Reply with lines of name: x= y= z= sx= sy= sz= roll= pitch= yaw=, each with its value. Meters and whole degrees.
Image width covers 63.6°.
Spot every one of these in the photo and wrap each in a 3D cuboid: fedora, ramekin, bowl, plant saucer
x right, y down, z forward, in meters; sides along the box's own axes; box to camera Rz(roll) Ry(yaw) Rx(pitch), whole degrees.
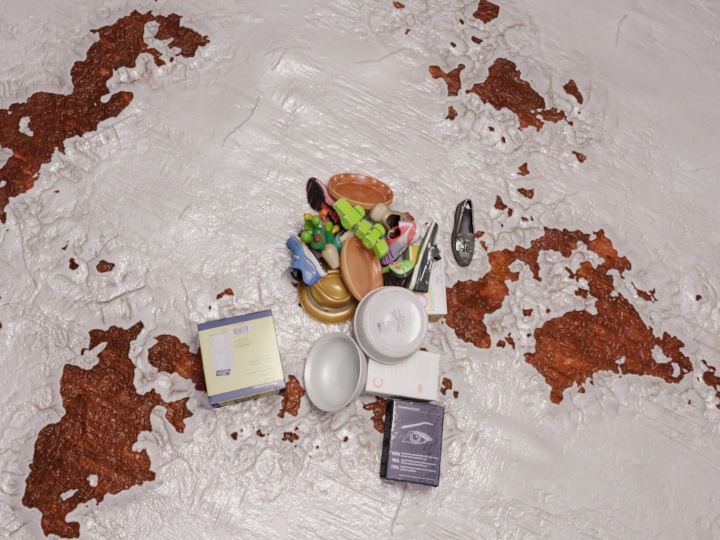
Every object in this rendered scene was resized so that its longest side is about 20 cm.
fedora: x=-0.079 y=0.049 z=1.622 sx=0.194 sy=0.082 sz=0.207 roll=2 pitch=73 yaw=-8
ramekin: x=0.084 y=0.137 z=1.500 sx=0.194 sy=0.105 sz=0.206 roll=2 pitch=80 yaw=-10
bowl: x=-0.050 y=0.271 z=1.540 sx=0.197 sy=0.090 sz=0.207 roll=-13 pitch=69 yaw=35
plant saucer: x=0.000 y=0.000 z=1.617 sx=0.037 sy=0.198 sz=0.206 roll=-16 pitch=73 yaw=29
plant saucer: x=0.000 y=-0.226 z=1.686 sx=0.194 sy=0.033 sz=0.202 roll=9 pitch=32 yaw=-6

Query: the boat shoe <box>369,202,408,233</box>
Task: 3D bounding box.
boat shoe: x=0.098 y=-0.133 z=1.652 sx=0.064 sy=0.198 sz=0.073 roll=33 pitch=100 yaw=32

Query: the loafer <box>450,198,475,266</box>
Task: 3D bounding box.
loafer: x=0.311 y=-0.117 z=1.739 sx=0.070 sy=0.063 sz=0.206 roll=4 pitch=74 yaw=-7

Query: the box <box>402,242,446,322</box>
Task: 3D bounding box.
box: x=0.179 y=0.036 z=1.650 sx=0.098 sy=0.113 sz=0.206 roll=1 pitch=75 yaw=-8

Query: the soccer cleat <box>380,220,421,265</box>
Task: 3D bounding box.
soccer cleat: x=0.094 y=-0.080 z=1.625 sx=0.071 sy=0.200 sz=0.070 roll=14 pitch=59 yaw=-23

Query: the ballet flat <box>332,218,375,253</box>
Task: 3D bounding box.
ballet flat: x=0.007 y=-0.108 z=1.687 sx=0.196 sy=0.071 sz=0.068 roll=-27 pitch=79 yaw=-15

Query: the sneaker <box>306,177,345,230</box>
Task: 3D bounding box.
sneaker: x=-0.082 y=-0.197 z=1.711 sx=0.200 sy=0.074 sz=0.086 roll=47 pitch=35 yaw=18

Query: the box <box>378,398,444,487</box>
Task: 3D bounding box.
box: x=0.136 y=0.452 z=1.529 sx=0.144 sy=0.105 sz=0.206 roll=10 pitch=72 yaw=-5

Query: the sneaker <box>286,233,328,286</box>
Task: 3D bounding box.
sneaker: x=-0.168 y=-0.027 z=1.600 sx=0.089 sy=0.079 sz=0.200 roll=-41 pitch=42 yaw=1

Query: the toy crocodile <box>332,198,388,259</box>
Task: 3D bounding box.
toy crocodile: x=0.001 y=-0.116 z=1.588 sx=0.199 sy=0.062 sz=0.068 roll=43 pitch=55 yaw=-2

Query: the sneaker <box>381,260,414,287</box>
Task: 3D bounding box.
sneaker: x=0.108 y=0.020 z=1.599 sx=0.074 sy=0.200 sz=0.086 roll=-10 pitch=84 yaw=-6

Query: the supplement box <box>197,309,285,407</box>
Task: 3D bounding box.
supplement box: x=-0.307 y=0.231 z=1.509 sx=0.194 sy=0.135 sz=0.205 roll=-10 pitch=76 yaw=-11

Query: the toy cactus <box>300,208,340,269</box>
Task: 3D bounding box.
toy cactus: x=-0.096 y=-0.088 z=1.586 sx=0.101 sy=0.200 sz=0.168 roll=-30 pitch=93 yaw=10

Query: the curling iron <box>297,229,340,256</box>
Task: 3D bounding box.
curling iron: x=-0.098 y=-0.059 z=1.663 sx=0.197 sy=0.050 sz=0.026 roll=29 pitch=54 yaw=5

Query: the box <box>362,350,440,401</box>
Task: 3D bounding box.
box: x=0.107 y=0.281 z=1.578 sx=0.194 sy=0.098 sz=0.128 roll=10 pitch=73 yaw=-6

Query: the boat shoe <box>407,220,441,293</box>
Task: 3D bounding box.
boat shoe: x=0.187 y=-0.033 z=1.574 sx=0.065 sy=0.075 sz=0.204 roll=20 pitch=73 yaw=-3
